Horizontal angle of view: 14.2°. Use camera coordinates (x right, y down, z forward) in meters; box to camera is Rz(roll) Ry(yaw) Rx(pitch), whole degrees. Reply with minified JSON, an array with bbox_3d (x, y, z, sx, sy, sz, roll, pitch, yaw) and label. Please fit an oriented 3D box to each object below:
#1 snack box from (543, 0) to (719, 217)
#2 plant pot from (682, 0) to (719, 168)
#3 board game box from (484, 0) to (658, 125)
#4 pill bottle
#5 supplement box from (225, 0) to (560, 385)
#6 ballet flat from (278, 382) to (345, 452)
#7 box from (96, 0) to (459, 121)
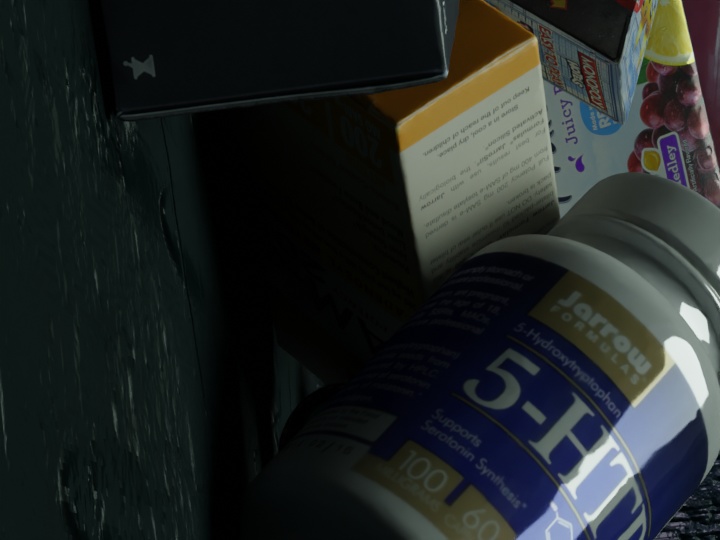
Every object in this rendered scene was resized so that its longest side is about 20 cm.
[{"bbox_3d":[0.072,-0.091,1.256,0.053,0.142,0.201,22,-50,67],"label":"snack box"},{"bbox_3d":[0.160,-0.125,1.405,0.200,0.199,0.180,-83,173,-73],"label":"plant pot"},{"bbox_3d":[0.074,-0.167,1.146,0.200,0.200,0.062,46,-8,20],"label":"board game box"},{"bbox_3d":[0.060,0.058,1.037,0.200,0.119,0.120,-45,143,-31],"label":"pill bottle"},{"bbox_3d":[0.014,-0.026,1.133,0.126,0.073,0.201,38,-28,39],"label":"supplement box"},{"bbox_3d":[0.004,0.146,1.151,0.065,0.070,0.201,127,-40,-80],"label":"ballet flat"},{"bbox_3d":[-0.031,-0.163,0.906,0.182,0.104,0.201,-74,156,-76],"label":"box"}]
